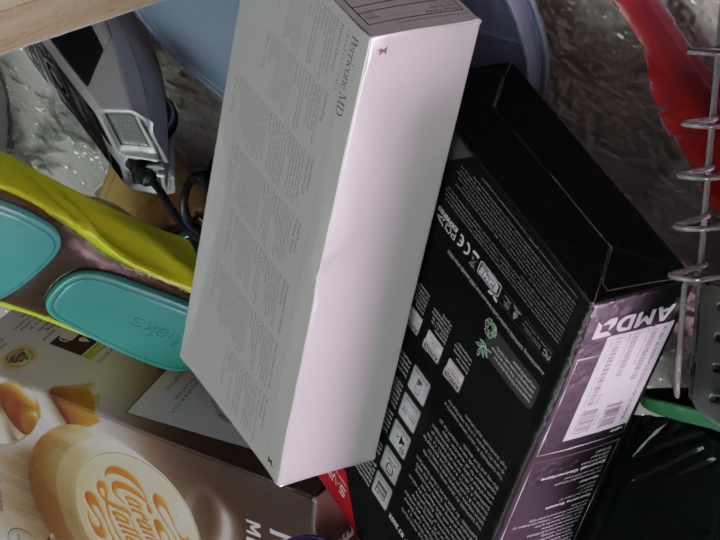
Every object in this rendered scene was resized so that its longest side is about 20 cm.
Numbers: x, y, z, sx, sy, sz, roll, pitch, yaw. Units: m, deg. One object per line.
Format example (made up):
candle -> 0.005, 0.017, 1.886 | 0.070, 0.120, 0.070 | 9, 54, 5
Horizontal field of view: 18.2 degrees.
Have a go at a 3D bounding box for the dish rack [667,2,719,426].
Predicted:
dish rack -> 0.161, -0.031, 0.702 | 0.153, 0.055, 0.200 | 8, 99, 35

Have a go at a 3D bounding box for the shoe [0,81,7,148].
shoe -> -0.228, -0.051, 1.124 | 0.091, 0.072, 0.200 | 21, 153, 10

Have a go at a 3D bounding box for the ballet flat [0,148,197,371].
ballet flat -> -0.136, -0.015, 0.951 | 0.067, 0.067, 0.200 | -38, 138, 26

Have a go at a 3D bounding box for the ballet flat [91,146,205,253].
ballet flat -> -0.113, -0.006, 1.109 | 0.063, 0.069, 0.200 | 58, 150, 14

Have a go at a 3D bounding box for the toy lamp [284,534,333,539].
toy lamp -> 0.029, 0.137, 0.983 | 0.058, 0.058, 0.200 | 14, -174, 30

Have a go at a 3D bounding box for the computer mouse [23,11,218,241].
computer mouse -> -0.095, -0.072, 0.947 | 0.200, 0.044, 0.110 | 52, 169, 28

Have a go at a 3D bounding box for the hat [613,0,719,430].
hat -> 0.188, -0.025, 0.820 | 0.166, 0.176, 0.200 | 7, 180, 41

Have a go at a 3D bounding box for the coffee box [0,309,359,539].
coffee box -> -0.080, 0.094, 1.036 | 0.200, 0.080, 0.114 | 18, 128, 27

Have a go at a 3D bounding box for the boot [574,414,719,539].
boot -> 0.153, 0.105, 0.901 | 0.162, 0.073, 0.198 | 18, 179, -30

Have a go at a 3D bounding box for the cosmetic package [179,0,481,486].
cosmetic package -> -0.014, -0.024, 0.823 | 0.083, 0.051, 0.200 | 51, 141, 40

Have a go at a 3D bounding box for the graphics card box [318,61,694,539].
graphics card box -> 0.043, 0.037, 0.847 | 0.125, 0.051, 0.200 | 54, 144, 36

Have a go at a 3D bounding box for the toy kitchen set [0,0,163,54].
toy kitchen set -> -0.146, -0.134, 0.882 | 0.180, 0.200, 0.163 | -17, 130, 9

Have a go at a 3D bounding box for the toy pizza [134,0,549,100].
toy pizza -> -0.014, -0.115, 0.870 | 0.200, 0.032, 0.200 | 23, 149, 15
